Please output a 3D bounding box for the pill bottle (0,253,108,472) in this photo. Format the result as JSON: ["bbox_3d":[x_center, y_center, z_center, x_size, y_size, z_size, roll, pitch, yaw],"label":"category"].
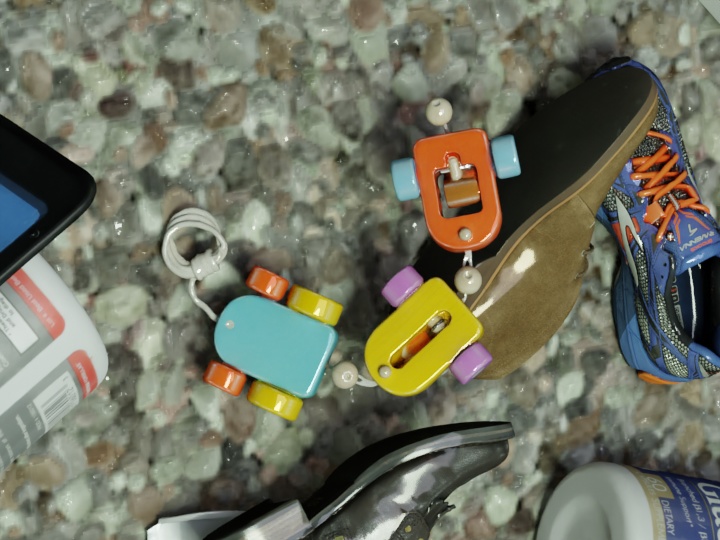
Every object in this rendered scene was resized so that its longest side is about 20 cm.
[{"bbox_3d":[-0.232,0.071,1.332,0.200,0.116,0.116,-42,111,-17],"label":"pill bottle"}]

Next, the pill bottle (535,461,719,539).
[{"bbox_3d":[0.209,0.178,1.567,0.199,0.111,0.112,11,90,-27],"label":"pill bottle"}]

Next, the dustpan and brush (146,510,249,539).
[{"bbox_3d":[-0.011,0.192,1.485,0.199,0.057,0.141,-8,99,-26],"label":"dustpan and brush"}]

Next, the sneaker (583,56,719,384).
[{"bbox_3d":[0.178,-0.028,1.548,0.075,0.078,0.201,-25,106,-23],"label":"sneaker"}]

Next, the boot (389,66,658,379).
[{"bbox_3d":[0.106,-0.025,1.511,0.075,0.074,0.200,37,97,-31],"label":"boot"}]

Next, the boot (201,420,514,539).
[{"bbox_3d":[0.021,0.187,1.445,0.199,0.069,0.175,-26,93,-9],"label":"boot"}]

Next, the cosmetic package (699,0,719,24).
[{"bbox_3d":[0.288,-0.215,1.601,0.082,0.051,0.200,42,76,-23],"label":"cosmetic package"}]

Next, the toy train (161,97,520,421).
[{"bbox_3d":[0.000,0.000,1.456,0.198,0.056,0.151,-16,84,5],"label":"toy train"}]

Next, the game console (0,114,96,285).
[{"bbox_3d":[-0.261,-0.040,1.293,0.200,0.116,0.176,-42,102,-17],"label":"game console"}]
